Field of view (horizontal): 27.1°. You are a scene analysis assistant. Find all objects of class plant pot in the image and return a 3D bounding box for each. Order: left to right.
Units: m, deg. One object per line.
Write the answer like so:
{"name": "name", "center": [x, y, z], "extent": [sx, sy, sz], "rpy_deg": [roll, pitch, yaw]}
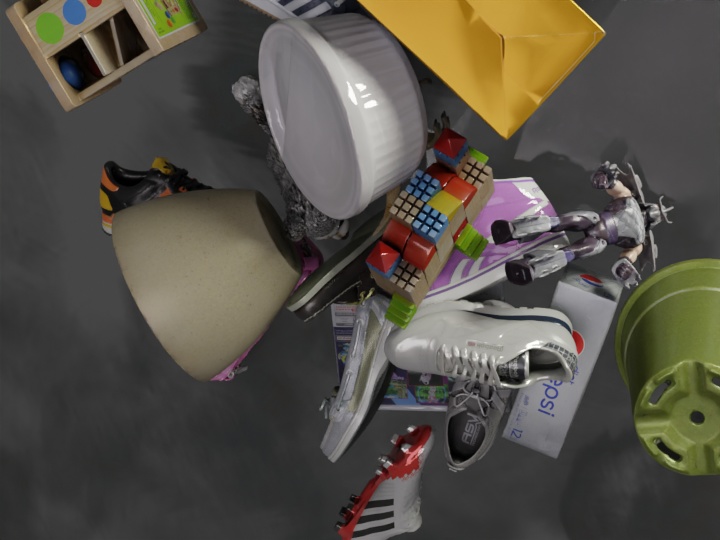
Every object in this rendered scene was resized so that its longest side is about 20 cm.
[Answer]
{"name": "plant pot", "center": [0.348, 0.114, 1.518], "extent": [0.199, 0.190, 0.201], "rpy_deg": [5, 111, 14]}

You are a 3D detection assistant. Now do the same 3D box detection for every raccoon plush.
{"name": "raccoon plush", "center": [-0.084, -0.109, 1.594], "extent": [0.200, 0.134, 0.097], "rpy_deg": [34, 116, 2]}

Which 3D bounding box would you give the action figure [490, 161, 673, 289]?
{"name": "action figure", "center": [0.237, -0.038, 1.525], "extent": [0.199, 0.069, 0.131], "rpy_deg": [-15, 83, -20]}

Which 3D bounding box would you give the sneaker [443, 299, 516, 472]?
{"name": "sneaker", "center": [0.135, 0.130, 1.623], "extent": [0.074, 0.082, 0.201], "rpy_deg": [13, 112, 11]}

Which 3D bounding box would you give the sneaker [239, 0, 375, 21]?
{"name": "sneaker", "center": [-0.044, -0.303, 1.548], "extent": [0.199, 0.070, 0.109], "rpy_deg": [28, 117, 8]}

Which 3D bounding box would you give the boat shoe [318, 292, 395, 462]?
{"name": "boat shoe", "center": [-0.004, 0.118, 1.667], "extent": [0.065, 0.074, 0.203], "rpy_deg": [26, 110, 12]}

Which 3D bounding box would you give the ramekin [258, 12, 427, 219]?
{"name": "ramekin", "center": [-0.014, -0.160, 1.469], "extent": [0.094, 0.202, 0.203], "rpy_deg": [-23, 106, -22]}

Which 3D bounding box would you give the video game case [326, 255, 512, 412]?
{"name": "video game case", "center": [0.067, 0.071, 1.679], "extent": [0.199, 0.023, 0.183], "rpy_deg": [0, 109, 16]}

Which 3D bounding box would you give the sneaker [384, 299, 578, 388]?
{"name": "sneaker", "center": [0.123, 0.083, 1.538], "extent": [0.199, 0.081, 0.077], "rpy_deg": [-3, 128, 4]}

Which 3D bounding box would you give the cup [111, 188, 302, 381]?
{"name": "cup", "center": [-0.146, -0.007, 1.559], "extent": [0.143, 0.200, 0.201], "rpy_deg": [-29, 100, 8]}

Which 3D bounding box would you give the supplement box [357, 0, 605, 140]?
{"name": "supplement box", "center": [0.113, -0.242, 1.437], "extent": [0.197, 0.200, 0.133], "rpy_deg": [43, 99, -2]}

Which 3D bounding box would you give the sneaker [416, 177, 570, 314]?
{"name": "sneaker", "center": [0.110, -0.030, 1.591], "extent": [0.200, 0.073, 0.115], "rpy_deg": [-27, 85, 3]}

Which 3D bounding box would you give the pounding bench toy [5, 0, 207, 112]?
{"name": "pounding bench toy", "center": [-0.295, -0.296, 1.595], "extent": [0.156, 0.124, 0.201], "rpy_deg": [-26, 100, 24]}

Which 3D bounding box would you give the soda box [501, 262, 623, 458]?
{"name": "soda box", "center": [0.219, 0.098, 1.620], "extent": [0.068, 0.063, 0.201], "rpy_deg": [20, 114, 10]}

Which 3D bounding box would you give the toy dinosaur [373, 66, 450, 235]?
{"name": "toy dinosaur", "center": [0.042, -0.142, 1.584], "extent": [0.101, 0.058, 0.201], "rpy_deg": [-13, 82, 20]}

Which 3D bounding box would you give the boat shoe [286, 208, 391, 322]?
{"name": "boat shoe", "center": [0.000, 0.000, 1.580], "extent": [0.072, 0.201, 0.061], "rpy_deg": [-23, 106, 49]}

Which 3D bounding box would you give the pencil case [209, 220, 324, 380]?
{"name": "pencil case", "center": [-0.125, 0.036, 1.690], "extent": [0.086, 0.083, 0.200], "rpy_deg": [36, 115, -5]}

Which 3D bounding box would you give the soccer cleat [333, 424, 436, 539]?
{"name": "soccer cleat", "center": [0.046, 0.257, 1.733], "extent": [0.085, 0.069, 0.200], "rpy_deg": [31, 119, -6]}

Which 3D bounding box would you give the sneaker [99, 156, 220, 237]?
{"name": "sneaker", "center": [-0.204, -0.082, 1.676], "extent": [0.199, 0.070, 0.091], "rpy_deg": [3, 113, 18]}

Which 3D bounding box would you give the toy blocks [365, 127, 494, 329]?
{"name": "toy blocks", "center": [0.069, -0.051, 1.488], "extent": [0.100, 0.137, 0.200], "rpy_deg": [32, 83, 14]}
